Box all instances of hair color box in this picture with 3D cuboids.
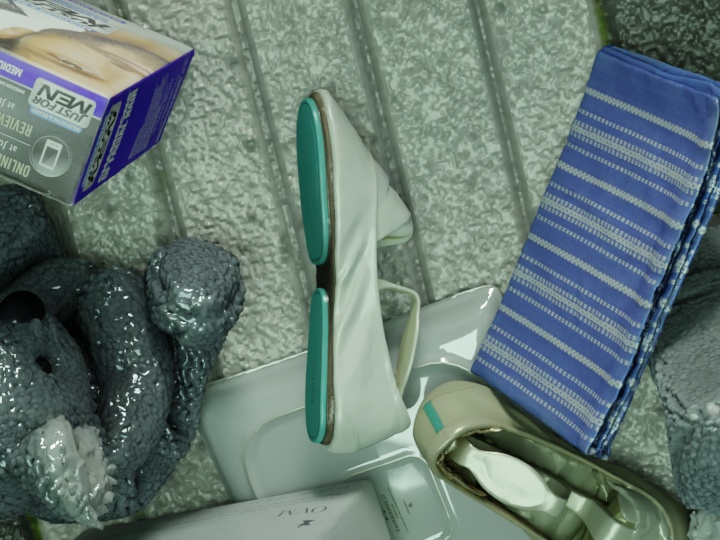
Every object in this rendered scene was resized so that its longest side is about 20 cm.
[{"bbox_3d":[-0.165,-0.099,1.154,0.109,0.200,0.065,23,106,2],"label":"hair color box"}]

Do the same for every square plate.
[{"bbox_3d":[0.022,0.132,1.274,0.197,0.028,0.201,-20,100,12],"label":"square plate"}]

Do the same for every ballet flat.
[{"bbox_3d":[0.116,0.131,1.220,0.199,0.070,0.070,30,106,-14],"label":"ballet flat"},{"bbox_3d":[0.000,0.000,1.225,0.069,0.069,0.202,-2,89,8],"label":"ballet flat"}]

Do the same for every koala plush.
[{"bbox_3d":[-0.178,0.074,1.184,0.176,0.200,0.185,15,106,9],"label":"koala plush"},{"bbox_3d":[0.242,0.087,1.183,0.176,0.184,0.201,-22,120,-2],"label":"koala plush"}]

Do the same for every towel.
[{"bbox_3d":[0.126,-0.015,1.161,0.024,0.145,0.201,18,98,-28],"label":"towel"}]

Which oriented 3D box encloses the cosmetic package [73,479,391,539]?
[{"bbox_3d":[-0.097,0.218,1.202,0.198,0.200,0.124,-13,103,23],"label":"cosmetic package"}]
